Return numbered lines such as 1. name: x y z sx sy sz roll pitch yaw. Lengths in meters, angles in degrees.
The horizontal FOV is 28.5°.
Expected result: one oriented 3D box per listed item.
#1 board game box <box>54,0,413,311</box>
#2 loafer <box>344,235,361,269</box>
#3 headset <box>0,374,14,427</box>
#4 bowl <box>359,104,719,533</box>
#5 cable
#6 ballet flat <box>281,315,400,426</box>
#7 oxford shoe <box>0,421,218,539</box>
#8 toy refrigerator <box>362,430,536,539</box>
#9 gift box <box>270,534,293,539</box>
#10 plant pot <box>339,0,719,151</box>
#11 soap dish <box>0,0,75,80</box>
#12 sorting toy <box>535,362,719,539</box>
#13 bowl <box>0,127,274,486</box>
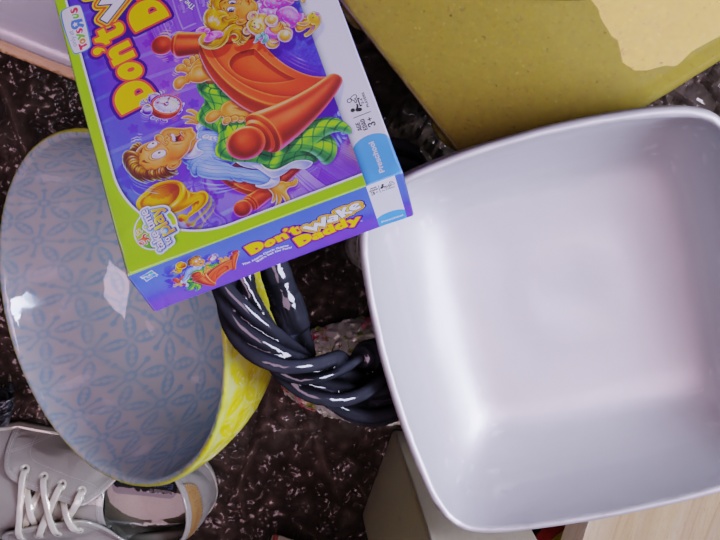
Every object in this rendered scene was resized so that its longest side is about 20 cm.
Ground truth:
1. board game box: -0.069 -0.097 0.693 0.133 0.045 0.202 -20 65 1
2. loafer: 0.089 -0.005 0.857 0.197 0.070 0.071 8 102 -7
3. headset: -0.255 0.004 0.802 0.123 0.093 0.202 -40 138 -27
4. bowl: 0.109 0.019 0.725 0.197 0.075 0.202 -13 105 10
5. cable: 0.000 0.000 0.755 0.050 0.165 0.199 -19 142 37
6. ballet flat: 0.049 0.067 0.873 0.197 0.064 0.077 1 104 -5
7. oxford shoe: -0.187 0.137 0.870 0.197 0.058 0.076 3 106 -4
8. toy refrigerator: 0.053 0.167 0.826 0.075 0.200 0.071 18 100 -10
9. gift box: -0.002 0.287 0.833 0.182 0.200 0.189 18 111 -9
10. plant pot: 0.091 -0.174 0.765 0.199 0.194 0.196 -37 103 9
11. soap dish: -0.198 -0.208 0.780 0.198 0.081 0.159 21 100 -9
12. sorting toy: 0.189 0.148 0.870 0.197 0.069 0.203 9 103 -34
13. bowl: -0.107 0.012 0.812 0.107 0.198 0.203 -17 109 -46
